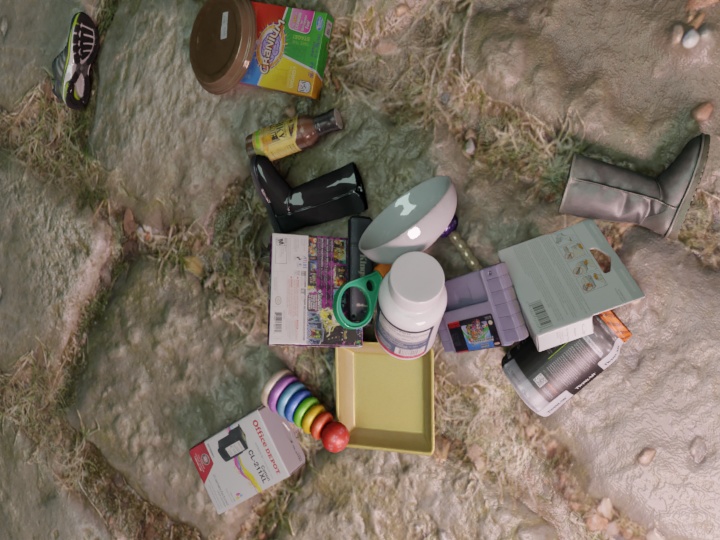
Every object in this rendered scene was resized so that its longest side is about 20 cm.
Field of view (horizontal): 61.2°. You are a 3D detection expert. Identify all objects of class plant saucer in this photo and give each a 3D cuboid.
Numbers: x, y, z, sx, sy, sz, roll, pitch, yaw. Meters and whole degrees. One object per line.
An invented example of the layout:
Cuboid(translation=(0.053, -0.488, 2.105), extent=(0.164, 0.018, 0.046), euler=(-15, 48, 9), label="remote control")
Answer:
Cuboid(translation=(0.050, 0.236, 1.160), extent=(0.193, 0.048, 0.208), euler=(0, 94, 18), label="plant saucer")
Cuboid(translation=(-0.279, -0.455, 1.203), extent=(0.195, 0.029, 0.208), euler=(-2, 87, 39), label="plant saucer")

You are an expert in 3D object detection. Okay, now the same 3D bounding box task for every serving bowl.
Cuboid(translation=(0.092, -0.077, 1.060), extent=(0.197, 0.201, 0.066), euler=(-34, 108, 18), label="serving bowl")

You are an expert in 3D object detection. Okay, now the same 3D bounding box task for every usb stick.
Cuboid(translation=(0.000, 0.000, 1.122), extent=(0.032, 0.054, 0.207), euler=(-15, 71, 55), label="usb stick")

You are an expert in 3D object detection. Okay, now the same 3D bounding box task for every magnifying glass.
Cuboid(translation=(0.021, 0.022, 1.099), extent=(0.080, 0.201, 0.022), euler=(49, 148, -16), label="magnifying glass")

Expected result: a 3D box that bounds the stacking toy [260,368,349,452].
Cuboid(translation=(-0.102, 0.279, 1.174), extent=(0.198, 0.085, 0.087), euler=(34, 104, 28), label="stacking toy")

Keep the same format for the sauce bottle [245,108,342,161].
Cuboid(translation=(-0.129, -0.263, 1.180), extent=(0.194, 0.065, 0.067), euler=(-17, 89, 18), label="sauce bottle")

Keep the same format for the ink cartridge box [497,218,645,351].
Cuboid(translation=(0.332, 0.017, 0.984), extent=(0.169, 0.203, 0.044), euler=(-19, 132, 7), label="ink cartridge box")

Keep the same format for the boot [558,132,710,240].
Cuboid(translation=(0.442, -0.156, 0.993), extent=(0.196, 0.072, 0.187), euler=(23, 99, 23), label="boot")

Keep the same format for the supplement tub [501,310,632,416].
Cuboid(translation=(0.342, 0.135, 1.012), extent=(0.200, 0.122, 0.123), euler=(-44, 80, 17), label="supplement tub")

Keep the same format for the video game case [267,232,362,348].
Cuboid(translation=(-0.082, 0.038, 1.127), extent=(0.175, 0.036, 0.207), euler=(2, 79, -15), label="video game case")

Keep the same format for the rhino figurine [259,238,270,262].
Cuboid(translation=(-0.124, -0.001, 1.195), extent=(0.198, 0.060, 0.088), euler=(39, 89, 12), label="rhino figurine")

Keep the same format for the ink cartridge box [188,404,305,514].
Cuboid(translation=(-0.233, 0.380, 1.249), extent=(0.197, 0.082, 0.149), euler=(-32, 83, 19), label="ink cartridge box")

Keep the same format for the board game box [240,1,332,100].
Cuboid(translation=(-0.160, -0.431, 1.190), extent=(0.194, 0.040, 0.158), euler=(15, 99, 18), label="board game box")

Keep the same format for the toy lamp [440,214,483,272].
Cuboid(translation=(0.209, -0.004, 1.084), extent=(0.058, 0.058, 0.203), euler=(-36, 83, 17), label="toy lamp")

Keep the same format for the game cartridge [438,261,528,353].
Cuboid(translation=(0.193, 0.071, 1.047), extent=(0.199, 0.037, 0.134), euler=(-23, 80, 58), label="game cartridge")

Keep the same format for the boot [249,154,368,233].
Cuboid(translation=(-0.096, -0.165, 1.159), extent=(0.194, 0.066, 0.169), euler=(-12, 115, 23), label="boot")

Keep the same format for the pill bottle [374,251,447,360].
Cuboid(translation=(0.085, 0.059, 1.030), extent=(0.115, 0.202, 0.123), euler=(1, 60, -2), label="pill bottle")

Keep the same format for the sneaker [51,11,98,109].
Cuboid(translation=(-0.639, -0.466, 1.340), extent=(0.079, 0.074, 0.206), euler=(19, 98, 19), label="sneaker")
